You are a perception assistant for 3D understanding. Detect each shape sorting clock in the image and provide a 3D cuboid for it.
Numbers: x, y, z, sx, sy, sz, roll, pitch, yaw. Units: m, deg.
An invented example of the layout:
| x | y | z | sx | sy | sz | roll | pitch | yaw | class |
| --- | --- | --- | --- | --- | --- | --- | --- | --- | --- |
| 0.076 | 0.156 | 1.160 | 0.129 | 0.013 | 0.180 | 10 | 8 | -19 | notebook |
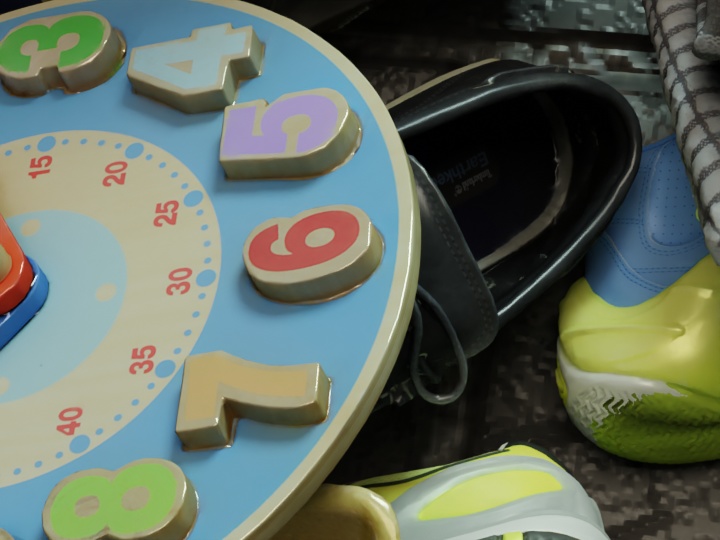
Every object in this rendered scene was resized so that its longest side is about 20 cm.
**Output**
| x | y | z | sx | sy | sz | roll | pitch | yaw | class |
| --- | --- | --- | --- | --- | --- | --- | --- | --- | --- |
| -0.082 | 0.008 | 0.623 | 0.199 | 0.039 | 0.201 | -15 | 48 | 17 | shape sorting clock |

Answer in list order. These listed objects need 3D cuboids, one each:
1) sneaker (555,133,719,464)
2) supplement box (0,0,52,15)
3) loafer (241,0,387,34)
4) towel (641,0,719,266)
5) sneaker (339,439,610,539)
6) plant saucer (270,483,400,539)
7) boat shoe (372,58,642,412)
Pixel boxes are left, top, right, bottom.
| x | y | z | sx | sy | sz | roll | pitch | yaw | class |
| --- | --- | --- | --- | --- | --- | --- | --- | --- | --- |
| 0.150 | -0.011 | 0.726 | 0.198 | 0.076 | 0.106 | -6 | 63 | 4 | sneaker |
| -0.029 | -0.201 | 0.731 | 0.198 | 0.135 | 0.201 | -10 | 52 | 10 | supplement box |
| -0.025 | -0.097 | 0.799 | 0.198 | 0.070 | 0.076 | -13 | 87 | 8 | loafer |
| 0.179 | -0.066 | 0.695 | 0.198 | 0.086 | 0.166 | 6 | 29 | -2 | towel |
| -0.025 | 0.103 | 0.704 | 0.198 | 0.076 | 0.077 | -16 | 25 | 8 | sneaker |
| -0.073 | 0.150 | 0.632 | 0.199 | 0.048 | 0.202 | -1 | 87 | 26 | plant saucer |
| 0.000 | 0.000 | 0.681 | 0.200 | 0.062 | 0.075 | -34 | 107 | -36 | boat shoe |
